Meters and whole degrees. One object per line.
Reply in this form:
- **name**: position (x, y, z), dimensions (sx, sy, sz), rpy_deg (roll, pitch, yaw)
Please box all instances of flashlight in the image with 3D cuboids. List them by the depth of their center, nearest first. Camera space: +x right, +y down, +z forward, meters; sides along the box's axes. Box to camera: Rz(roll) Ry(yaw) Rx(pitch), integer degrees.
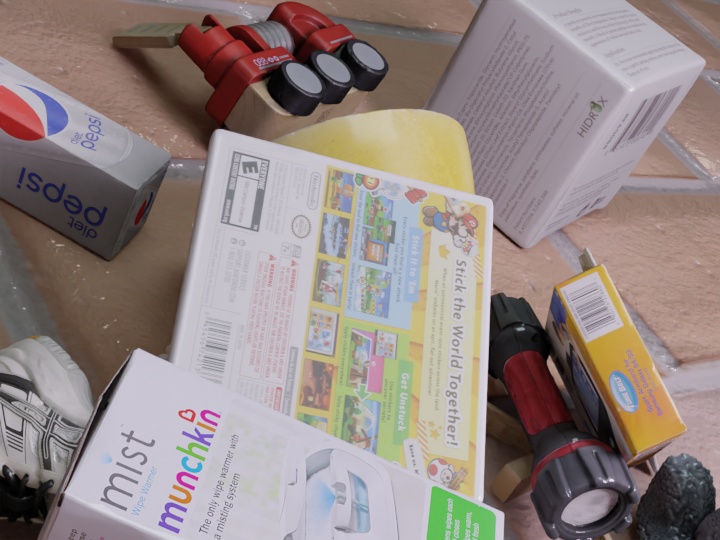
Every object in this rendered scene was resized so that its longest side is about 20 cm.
- **flashlight**: position (0.127, 0.094, 0.807), dimensions (0.068, 0.068, 0.201), rpy_deg (21, 31, -29)

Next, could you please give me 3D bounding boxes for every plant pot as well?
- **plant pot**: position (0.000, 0.000, 0.801), dimensions (0.199, 0.200, 0.143), rpy_deg (-2, 67, -40)

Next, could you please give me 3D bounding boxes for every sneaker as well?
- **sneaker**: position (-0.157, 0.111, 0.598), dimensions (0.087, 0.076, 0.199), rpy_deg (-24, 38, -35)

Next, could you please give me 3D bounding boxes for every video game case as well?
- **video game case**: position (-0.013, 0.025, 0.662), dimensions (0.180, 0.023, 0.202), rpy_deg (13, 58, -12)

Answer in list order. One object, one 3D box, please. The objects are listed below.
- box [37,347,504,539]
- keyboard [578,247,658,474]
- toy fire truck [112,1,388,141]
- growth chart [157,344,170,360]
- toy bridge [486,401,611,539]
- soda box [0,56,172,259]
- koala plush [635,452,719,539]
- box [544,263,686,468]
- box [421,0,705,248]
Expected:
- **box**: position (-0.062, 0.164, 0.491), dimensions (0.175, 0.201, 0.097), rpy_deg (24, 32, -6)
- **keyboard**: position (0.197, 0.072, 0.866), dimensions (0.011, 0.201, 0.056), rpy_deg (-24, 38, 0)
- **toy fire truck**: position (-0.106, -0.191, 1.041), dimensions (0.200, 0.129, 0.176), rpy_deg (46, 35, 8)
- **growth chart**: position (-0.065, 0.120, 0.720), dimensions (0.199, 0.018, 0.145), rpy_deg (25, 33, -5)
- **toy bridge**: position (0.119, 0.144, 0.821), dimensions (0.067, 0.027, 0.200), rpy_deg (-9, 49, -48)
- **soda box**: position (-0.241, -0.094, 0.828), dimensions (0.199, 0.069, 0.064), rpy_deg (30, 32, 0)
- **koala plush**: position (0.298, 0.166, 0.747), dimensions (0.176, 0.201, 0.184), rpy_deg (30, 23, 1)
- **box**: position (0.173, 0.079, 0.823), dimensions (0.041, 0.200, 0.120), rpy_deg (-23, 73, -2)
- **box**: position (0.190, -0.164, 1.139), dimensions (0.171, 0.201, 0.198), rpy_deg (43, 35, 17)
